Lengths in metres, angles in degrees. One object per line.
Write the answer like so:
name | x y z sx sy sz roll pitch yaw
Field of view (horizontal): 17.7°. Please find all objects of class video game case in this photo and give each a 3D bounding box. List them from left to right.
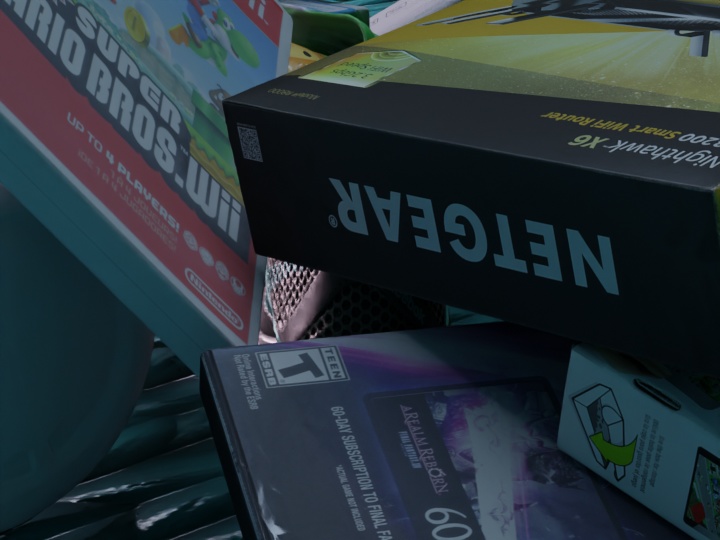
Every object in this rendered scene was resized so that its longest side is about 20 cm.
video game case | -0.075 -0.072 0.706 0.017 0.143 0.200 -32 29 22
video game case | 0.069 0.060 0.603 0.199 0.019 0.143 -6 37 -13

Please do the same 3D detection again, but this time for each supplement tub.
supplement tub | -0.169 -0.002 0.726 0.200 0.123 0.122 21 25 40

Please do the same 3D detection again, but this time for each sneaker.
sneaker | 0.000 0.000 0.797 0.077 0.092 0.200 -3 10 -6

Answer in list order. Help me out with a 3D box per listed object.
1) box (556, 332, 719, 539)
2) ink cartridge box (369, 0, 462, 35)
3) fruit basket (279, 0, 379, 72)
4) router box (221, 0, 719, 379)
box | 0.159 0.021 0.622 0.200 0.035 0.110 -26 46 -37
ink cartridge box | -0.002 -0.084 1.086 0.199 0.041 0.200 -29 9 11
fruit basket | -0.074 -0.071 0.885 0.185 0.094 0.200 13 4 33
router box | 0.082 -0.040 0.647 0.157 0.052 0.200 -26 25 -33
